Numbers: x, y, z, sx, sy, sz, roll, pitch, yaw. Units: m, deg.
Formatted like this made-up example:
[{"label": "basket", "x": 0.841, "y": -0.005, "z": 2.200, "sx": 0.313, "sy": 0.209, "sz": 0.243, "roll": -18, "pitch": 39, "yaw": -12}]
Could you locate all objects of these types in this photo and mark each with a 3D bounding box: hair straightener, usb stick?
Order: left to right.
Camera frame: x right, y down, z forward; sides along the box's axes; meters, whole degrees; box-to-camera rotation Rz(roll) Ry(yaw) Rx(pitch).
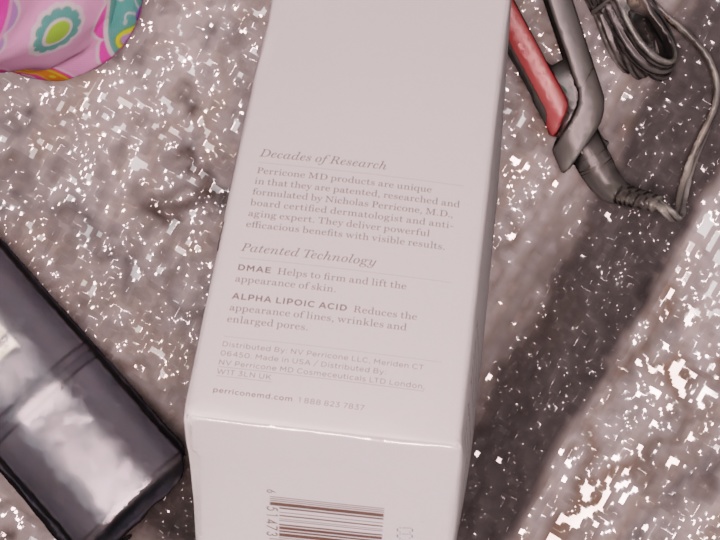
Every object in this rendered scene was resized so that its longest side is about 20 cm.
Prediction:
[{"label": "usb stick", "x": -0.141, "y": 0.013, "z": 0.805, "sx": 0.055, "sy": 0.033, "sz": 0.200, "roll": -42, "pitch": 88, "yaw": 2}, {"label": "hair straightener", "x": 0.072, "y": -0.111, "z": 0.793, "sx": 0.077, "sy": 0.041, "sz": 0.201, "roll": -27, "pitch": 88, "yaw": 2}]

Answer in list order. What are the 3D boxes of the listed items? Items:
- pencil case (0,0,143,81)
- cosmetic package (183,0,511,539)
[{"label": "pencil case", "x": -0.148, "y": -0.113, "z": 0.723, "sx": 0.087, "sy": 0.200, "sz": 0.088, "roll": -3, "pitch": 83, "yaw": 28}, {"label": "cosmetic package", "x": 0.000, "y": 0.000, "z": 0.714, "sx": 0.080, "sy": 0.113, "sz": 0.201, "roll": 6, "pitch": 50, "yaw": 2}]
